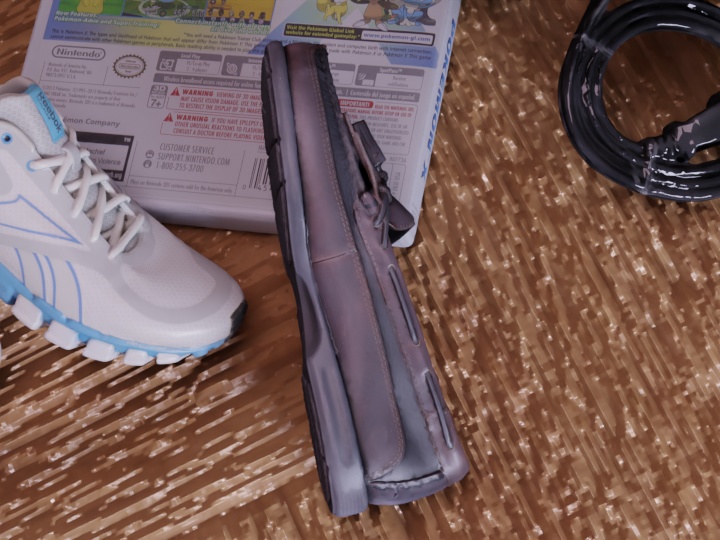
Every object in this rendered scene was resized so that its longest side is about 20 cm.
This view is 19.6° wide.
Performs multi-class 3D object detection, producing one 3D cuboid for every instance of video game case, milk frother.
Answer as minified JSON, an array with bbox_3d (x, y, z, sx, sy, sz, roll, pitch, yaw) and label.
[{"bbox_3d":[-0.057,-0.106,0.963,0.200,0.022,0.183,6,70,16],"label":"video game case"},{"bbox_3d":[0.129,-0.134,0.808,0.180,0.188,0.200,-38,91,8],"label":"milk frother"}]

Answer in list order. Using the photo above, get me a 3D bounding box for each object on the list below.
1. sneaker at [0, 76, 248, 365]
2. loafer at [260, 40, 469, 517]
[{"bbox_3d":[-0.136,-0.032,0.888,0.200,0.087,0.075,26,35,1],"label":"sneaker"},{"bbox_3d":[0.000,0.000,0.874,0.063,0.072,0.200,-8,84,-6],"label":"loafer"}]
